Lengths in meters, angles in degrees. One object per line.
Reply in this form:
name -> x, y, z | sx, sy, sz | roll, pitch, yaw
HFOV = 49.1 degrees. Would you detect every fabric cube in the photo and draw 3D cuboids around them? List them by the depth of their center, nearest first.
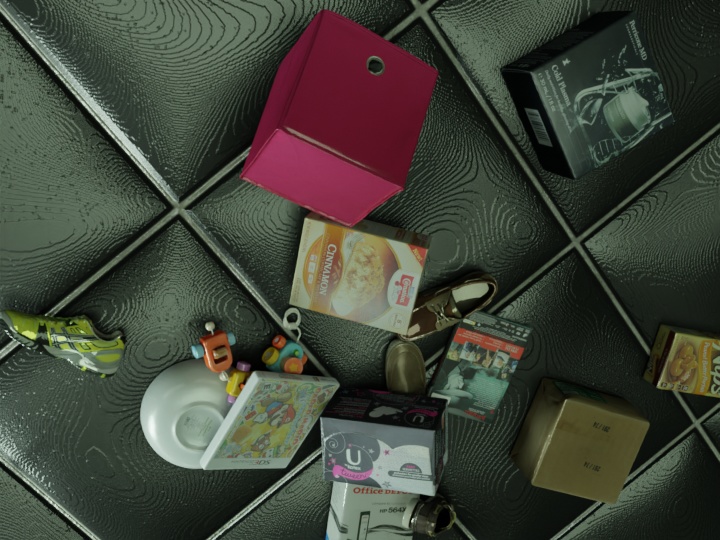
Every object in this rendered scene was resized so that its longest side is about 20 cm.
fabric cube -> -0.034, -0.212, 1.144 | 0.196, 0.200, 0.200 | 24, 68, -17

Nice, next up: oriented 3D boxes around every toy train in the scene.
toy train -> -0.169, 0.141, 1.296 | 0.200, 0.056, 0.151 | -16, 110, -30

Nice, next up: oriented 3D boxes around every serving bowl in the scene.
serving bowl -> -0.272, 0.253, 1.337 | 0.199, 0.066, 0.201 | -3, 106, -11

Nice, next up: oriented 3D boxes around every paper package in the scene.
paper package -> 0.415, 0.323, 1.496 | 0.199, 0.103, 0.191 | 17, 101, -16

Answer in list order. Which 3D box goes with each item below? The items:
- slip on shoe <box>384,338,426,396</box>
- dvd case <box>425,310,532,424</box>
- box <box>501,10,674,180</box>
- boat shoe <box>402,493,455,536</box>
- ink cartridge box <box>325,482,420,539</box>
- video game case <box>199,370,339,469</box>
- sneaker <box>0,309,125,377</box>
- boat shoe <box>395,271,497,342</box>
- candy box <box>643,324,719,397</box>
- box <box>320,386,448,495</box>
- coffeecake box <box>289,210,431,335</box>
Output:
slip on shoe -> 0.083, 0.221, 1.411 | 0.076, 0.061, 0.201 | -2, 107, -12
dvd case -> 0.214, 0.175, 1.449 | 0.146, 0.022, 0.201 | 17, 100, -17
box -> 0.371, -0.287, 1.294 | 0.196, 0.124, 0.200 | -31, 111, -4
boat shoe -> 0.137, 0.448, 1.433 | 0.059, 0.200, 0.072 | 15, 81, 26
ink cartridge box -> 0.021, 0.453, 1.453 | 0.146, 0.084, 0.201 | 4, 106, -14
video game case -> -0.150, 0.256, 1.329 | 0.182, 0.023, 0.200 | 13, 116, -45
sneaker -> -0.469, 0.099, 1.249 | 0.200, 0.075, 0.077 | 27, 91, -29
boat shoe -> 0.147, 0.062, 1.363 | 0.200, 0.072, 0.076 | -32, 95, 0
candy box -> 0.663, 0.180, 1.534 | 0.199, 0.055, 0.116 | 10, 104, -15
box -> 0.042, 0.291, 1.350 | 0.199, 0.115, 0.133 | 4, 110, 17
coffeecake box -> 0.000, 0.000, 1.276 | 0.199, 0.073, 0.154 | 14, 111, 6
